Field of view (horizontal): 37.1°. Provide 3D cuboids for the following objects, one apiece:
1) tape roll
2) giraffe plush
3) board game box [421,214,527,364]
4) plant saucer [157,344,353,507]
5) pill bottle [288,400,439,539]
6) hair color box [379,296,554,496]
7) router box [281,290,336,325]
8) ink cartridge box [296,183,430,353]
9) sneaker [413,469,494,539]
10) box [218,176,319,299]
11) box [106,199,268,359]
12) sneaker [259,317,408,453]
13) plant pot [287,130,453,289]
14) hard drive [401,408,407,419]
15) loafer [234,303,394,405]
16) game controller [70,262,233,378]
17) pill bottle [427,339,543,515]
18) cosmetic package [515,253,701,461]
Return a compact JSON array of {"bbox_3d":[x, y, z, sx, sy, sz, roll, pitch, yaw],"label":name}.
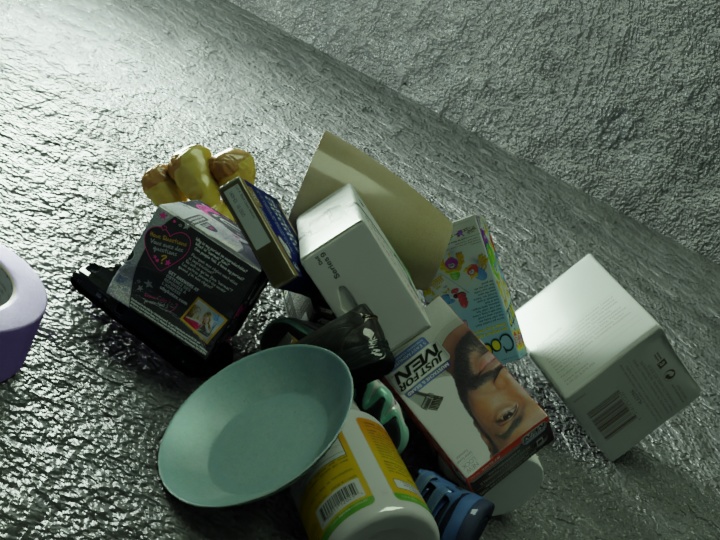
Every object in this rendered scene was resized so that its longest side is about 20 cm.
[{"bbox_3d":[-0.400,0.025,1.006,0.199,0.066,0.200,25,21,-10],"label":"tape roll"},{"bbox_3d":[-0.201,-0.041,1.357,0.201,0.172,0.162,58,23,-19],"label":"giraffe plush"},{"bbox_3d":[0.148,0.037,1.479,0.103,0.104,0.202,3,70,-75],"label":"board game box"},{"bbox_3d":[-0.092,0.152,1.004,0.039,0.200,0.201,65,-2,-33],"label":"plant saucer"},{"bbox_3d":[-0.010,0.203,1.018,0.110,0.112,0.200,17,23,-29],"label":"pill bottle"},{"bbox_3d":[0.106,0.135,1.173,0.200,0.111,0.064,49,-9,36],"label":"hair color box"},{"bbox_3d":[0.002,0.074,1.427,0.199,0.062,0.150,21,20,-21],"label":"router box"},{"bbox_3d":[0.000,0.000,1.213,0.147,0.084,0.200,56,5,-16],"label":"ink cartridge box"},{"bbox_3d":[0.077,0.238,1.040,0.082,0.074,0.200,32,-10,3],"label":"sneaker"},{"bbox_3d":[-0.090,-0.031,1.190,0.122,0.032,0.200,60,4,9],"label":"box"},{"bbox_3d":[-0.176,0.001,1.187,0.132,0.115,0.200,33,5,0],"label":"box"},{"bbox_3d":[-0.012,0.120,1.200,0.200,0.078,0.140,45,13,10],"label":"sneaker"},{"bbox_3d":[0.011,-0.054,1.385,0.198,0.189,0.188,23,20,-2],"label":"plant pot"},{"bbox_3d":[-0.022,0.162,1.233,0.131,0.026,0.200,31,19,7],"label":"hard drive"},{"bbox_3d":[-0.065,0.099,1.111,0.073,0.198,0.073,60,12,-65],"label":"loafer"},{"bbox_3d":[-0.233,0.055,1.211,0.199,0.042,0.104,36,6,17],"label":"game controller"},{"bbox_3d":[0.131,0.177,1.253,0.116,0.117,0.201,15,31,-32],"label":"pill bottle"},{"bbox_3d":[0.343,0.122,1.536,0.168,0.166,0.200,48,6,-36],"label":"cosmetic package"}]
